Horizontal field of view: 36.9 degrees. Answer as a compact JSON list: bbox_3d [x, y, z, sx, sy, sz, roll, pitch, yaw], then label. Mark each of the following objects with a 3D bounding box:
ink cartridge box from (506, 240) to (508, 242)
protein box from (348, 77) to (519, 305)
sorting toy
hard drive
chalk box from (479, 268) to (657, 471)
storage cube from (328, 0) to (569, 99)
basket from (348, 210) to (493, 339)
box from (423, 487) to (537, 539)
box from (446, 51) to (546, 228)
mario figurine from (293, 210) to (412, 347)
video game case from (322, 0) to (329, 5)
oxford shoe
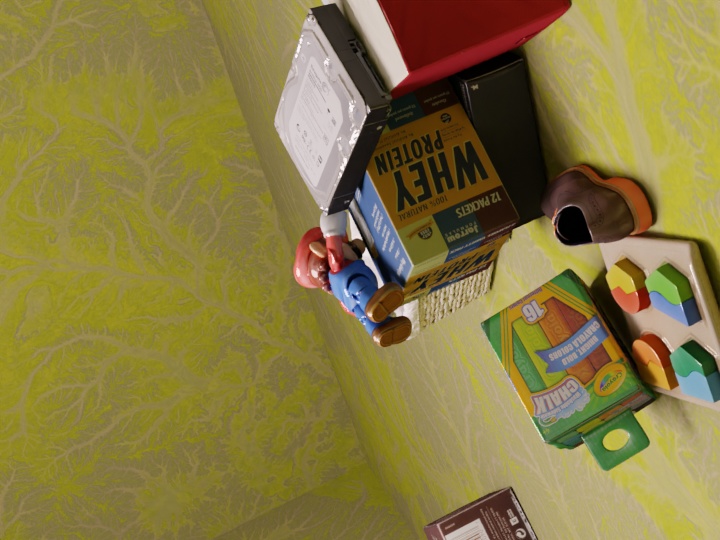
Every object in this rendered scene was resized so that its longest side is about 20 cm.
[{"bbox_3d":[0.109,-0.108,1.489,0.067,0.116,0.201,84,160,-58],"label":"ink cartridge box"},{"bbox_3d":[0.067,-0.091,1.272,0.199,0.134,0.201,104,142,-74],"label":"protein box"},{"bbox_3d":[0.307,0.054,1.087,0.186,0.036,0.200,68,169,-11],"label":"sorting toy"},{"bbox_3d":[-0.035,-0.169,1.170,0.140,0.038,0.200,61,152,19],"label":"hard drive"},{"bbox_3d":[0.245,0.122,1.209,0.201,0.124,0.124,62,-166,23],"label":"chalk box"},{"bbox_3d":[0.075,-0.289,1.098,0.172,0.179,0.200,66,168,-3],"label":"storage cube"},{"bbox_3d":[0.090,-0.042,1.608,0.199,0.160,0.200,61,167,26],"label":"basket"},{"bbox_3d":[0.241,0.540,2.116,0.167,0.163,0.200,63,169,11],"label":"box"},{"bbox_3d":[0.148,-0.165,1.281,0.141,0.078,0.201,-124,14,-58],"label":"box"},{"bbox_3d":[0.000,0.000,1.298,0.200,0.105,0.124,43,121,44],"label":"mario figurine"},{"bbox_3d":[0.019,-0.349,1.259,0.201,0.181,0.023,62,145,22],"label":"video game case"},{"bbox_3d":[0.225,-0.065,1.133,0.072,0.072,0.200,67,170,-10],"label":"oxford shoe"}]
